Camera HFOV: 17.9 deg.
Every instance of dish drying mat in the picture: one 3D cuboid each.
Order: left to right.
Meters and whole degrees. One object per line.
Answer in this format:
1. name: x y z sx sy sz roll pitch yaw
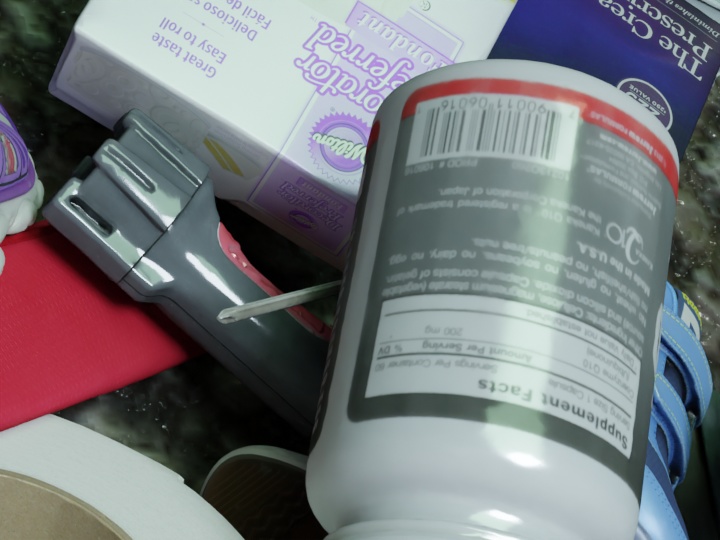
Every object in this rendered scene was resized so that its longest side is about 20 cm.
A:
1. dish drying mat: -0.123 0.017 0.830 0.077 0.018 0.200 52 29 12

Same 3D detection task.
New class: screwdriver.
1. screwdriver: 0.000 0.000 0.847 0.200 0.028 0.029 -4 79 -59

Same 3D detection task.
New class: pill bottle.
1. pill bottle: 0.044 0.040 0.781 0.113 0.114 0.201 19 62 -17

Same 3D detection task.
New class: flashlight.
1. flashlight: -0.026 0.020 0.872 0.200 0.068 0.068 43 86 -8

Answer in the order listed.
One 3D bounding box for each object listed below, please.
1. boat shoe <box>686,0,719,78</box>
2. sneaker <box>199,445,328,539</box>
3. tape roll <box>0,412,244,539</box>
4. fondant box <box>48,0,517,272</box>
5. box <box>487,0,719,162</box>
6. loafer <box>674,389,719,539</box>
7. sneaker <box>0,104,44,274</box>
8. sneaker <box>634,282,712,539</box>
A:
1. boat shoe: 0.107 -0.169 1.107 0.200 0.072 0.070 38 22 -5
2. sneaker: 0.026 0.137 0.851 0.200 0.073 0.085 38 10 11
3. tape roll: -0.119 0.108 0.736 0.202 0.037 0.203 18 25 -9
4. fondant box: -0.013 -0.119 0.922 0.144 0.058 0.201 31 63 -5
5. box: 0.054 -0.101 1.032 0.199 0.079 0.141 33 48 -5
6. loafer: 0.120 0.130 0.909 0.062 0.072 0.201 5 44 -4
7. sneaker: -0.149 -0.051 0.814 0.080 0.084 0.200 4 14 -10
8. sneaker: 0.103 0.046 0.904 0.082 0.074 0.201 -17 42 1
